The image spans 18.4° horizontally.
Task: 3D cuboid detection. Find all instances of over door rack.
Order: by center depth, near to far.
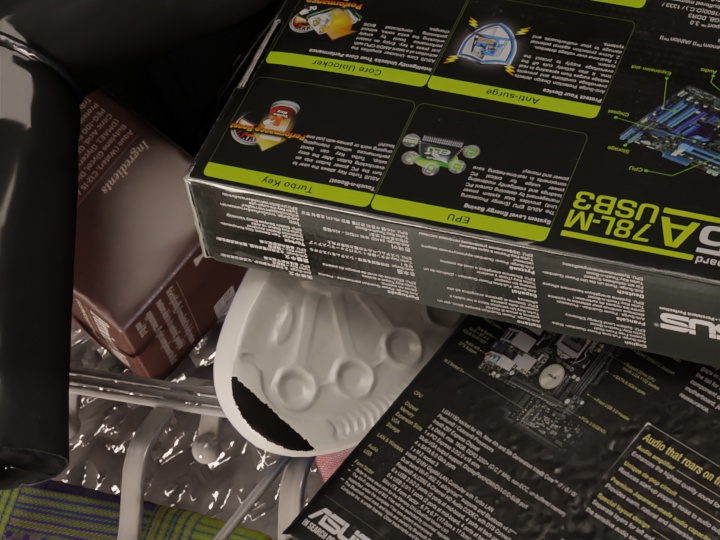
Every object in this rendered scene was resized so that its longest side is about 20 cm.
[{"bbox_3d":[-0.102,0.096,0.764,0.148,0.067,0.200,6,24,29],"label":"over door rack"}]

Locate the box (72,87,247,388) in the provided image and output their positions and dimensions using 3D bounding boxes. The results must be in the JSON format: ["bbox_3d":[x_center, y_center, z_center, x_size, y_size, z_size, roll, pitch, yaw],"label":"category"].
[{"bbox_3d":[-0.138,-0.049,0.870,0.200,0.100,0.075,36,79,12],"label":"box"}]

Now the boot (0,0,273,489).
[{"bbox_3d":[-0.102,-0.027,0.745,0.165,0.066,0.200,-10,57,25],"label":"boot"}]

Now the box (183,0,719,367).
[{"bbox_3d":[0.071,-0.066,0.735,0.200,0.048,0.193,11,54,18],"label":"box"}]

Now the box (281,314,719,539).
[{"bbox_3d":[0.106,0.089,0.698,0.200,0.086,0.164,31,73,35],"label":"box"}]

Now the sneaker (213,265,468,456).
[{"bbox_3d":[0.000,0.000,0.821,0.200,0.081,0.146,-51,10,-26],"label":"sneaker"}]

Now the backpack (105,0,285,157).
[{"bbox_3d":[-0.041,-0.150,0.919,0.200,0.163,0.154,-42,36,-18],"label":"backpack"}]

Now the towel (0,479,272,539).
[{"bbox_3d":[-0.141,0.142,0.834,0.200,0.023,0.144,5,58,25],"label":"towel"}]

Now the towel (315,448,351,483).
[{"bbox_3d":[0.072,0.101,0.774,0.144,0.023,0.200,-27,51,4],"label":"towel"}]
